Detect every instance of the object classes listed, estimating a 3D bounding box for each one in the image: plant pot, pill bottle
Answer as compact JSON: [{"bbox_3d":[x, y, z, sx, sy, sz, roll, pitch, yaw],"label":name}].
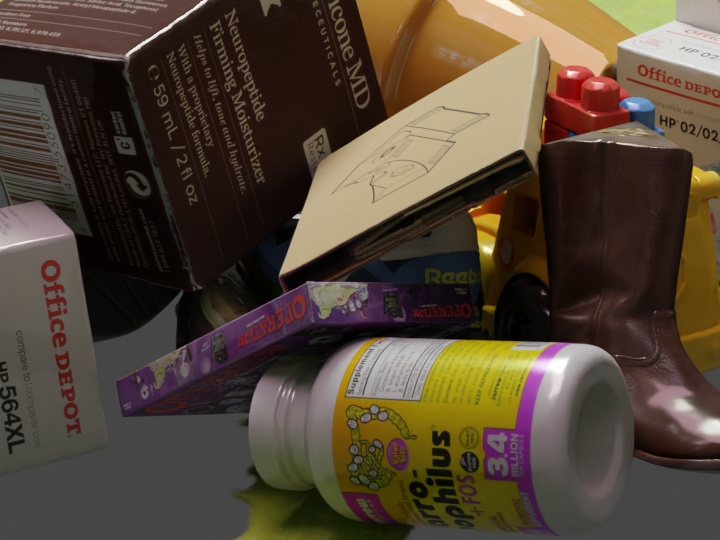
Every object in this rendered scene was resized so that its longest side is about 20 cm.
[{"bbox_3d":[0.105,-0.124,1.856,0.183,0.200,0.200,27,35,32],"label":"plant pot"},{"bbox_3d":[0.041,0.089,1.480,0.200,0.104,0.104,1,20,30],"label":"pill bottle"}]

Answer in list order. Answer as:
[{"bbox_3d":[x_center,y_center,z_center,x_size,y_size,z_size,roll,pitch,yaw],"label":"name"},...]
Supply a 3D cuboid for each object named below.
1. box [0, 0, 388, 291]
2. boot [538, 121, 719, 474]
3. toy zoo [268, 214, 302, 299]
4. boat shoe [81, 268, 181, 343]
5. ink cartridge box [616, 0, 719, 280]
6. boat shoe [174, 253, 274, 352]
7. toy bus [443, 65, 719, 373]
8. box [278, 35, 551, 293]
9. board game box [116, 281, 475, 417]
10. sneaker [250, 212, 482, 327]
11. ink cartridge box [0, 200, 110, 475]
[{"bbox_3d":[-0.117,-0.115,1.703,0.164,0.166,0.200,11,38,41],"label":"box"},{"bbox_3d":[0.179,0.012,1.503,0.186,0.200,0.064,2,-7,26],"label":"boot"},{"bbox_3d":[0.000,0.000,1.819,0.131,0.020,0.200,11,17,-10],"label":"toy zoo"},{"bbox_3d":[-0.200,0.024,1.774,0.202,0.074,0.065,-36,19,-13],"label":"boat shoe"},{"bbox_3d":[0.230,-0.091,1.768,0.115,0.200,0.068,20,32,40],"label":"ink cartridge box"},{"bbox_3d":[-0.089,0.027,1.772,0.065,0.072,0.200,-43,8,9],"label":"boat shoe"},{"bbox_3d":[0.131,-0.036,1.661,0.136,0.192,0.200,-11,20,-27],"label":"toy bus"},{"bbox_3d":[0.035,-0.061,1.579,0.163,0.021,0.200,-28,17,17],"label":"box"},{"bbox_3d":[-0.040,0.048,1.574,0.120,0.032,0.200,5,-20,-36],"label":"board game box"},{"bbox_3d":[0.007,-0.017,1.688,0.074,0.082,0.200,-6,14,-40],"label":"sneaker"},{"bbox_3d":[-0.264,0.054,1.635,0.200,0.146,0.084,-14,19,-17],"label":"ink cartridge box"}]
